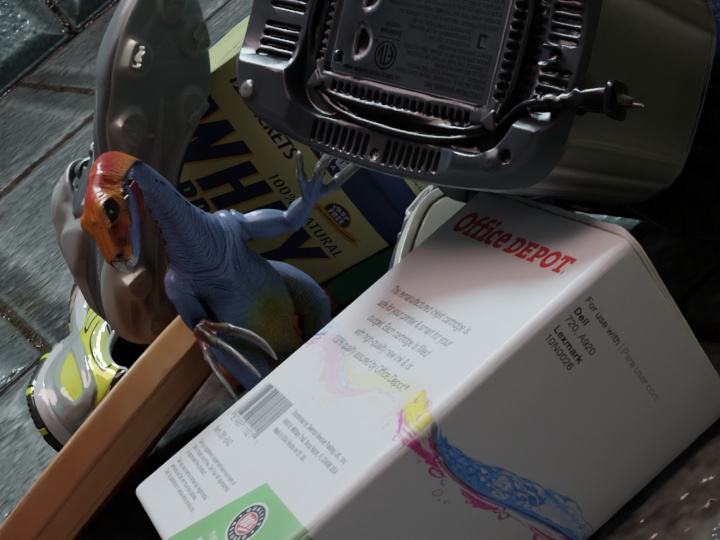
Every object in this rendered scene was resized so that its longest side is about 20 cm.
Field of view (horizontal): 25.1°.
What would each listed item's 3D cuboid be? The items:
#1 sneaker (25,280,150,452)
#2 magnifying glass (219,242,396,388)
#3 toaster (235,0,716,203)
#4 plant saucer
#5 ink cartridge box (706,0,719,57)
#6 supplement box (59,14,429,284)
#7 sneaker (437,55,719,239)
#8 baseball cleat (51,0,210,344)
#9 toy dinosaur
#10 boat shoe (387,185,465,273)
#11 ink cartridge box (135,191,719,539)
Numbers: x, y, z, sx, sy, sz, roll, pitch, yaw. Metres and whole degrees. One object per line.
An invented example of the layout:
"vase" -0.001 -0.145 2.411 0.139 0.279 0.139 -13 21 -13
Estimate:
"sneaker" -0.148 0.037 1.055 0.076 0.076 0.201 -20 35 25
"magnifying glass" 0.000 0.000 0.934 0.199 0.022 0.080 -36 18 2
"toaster" 0.056 -0.089 0.657 0.199 0.129 0.115 17 97 38
"plant saucer" -0.134 0.100 0.843 0.201 0.032 0.200 -51 1 2
"ink cartridge box" 0.173 -0.124 0.717 0.076 0.137 0.199 -47 21 -18
"supplement box" -0.033 -0.088 0.971 0.199 0.135 0.200 -28 16 41
"sneaker" 0.133 -0.056 0.732 0.199 0.087 0.077 11 93 39
"baseball cleat" -0.131 -0.063 0.865 0.069 0.202 0.106 -7 22 -41
"toy dinosaur" -0.069 0.018 0.752 0.199 0.181 0.106 -25 31 52
"boat shoe" 0.054 -0.013 0.813 0.063 0.072 0.200 -47 7 40
"ink cartridge box" 0.023 0.069 0.629 0.200 0.084 0.145 -41 19 -8
